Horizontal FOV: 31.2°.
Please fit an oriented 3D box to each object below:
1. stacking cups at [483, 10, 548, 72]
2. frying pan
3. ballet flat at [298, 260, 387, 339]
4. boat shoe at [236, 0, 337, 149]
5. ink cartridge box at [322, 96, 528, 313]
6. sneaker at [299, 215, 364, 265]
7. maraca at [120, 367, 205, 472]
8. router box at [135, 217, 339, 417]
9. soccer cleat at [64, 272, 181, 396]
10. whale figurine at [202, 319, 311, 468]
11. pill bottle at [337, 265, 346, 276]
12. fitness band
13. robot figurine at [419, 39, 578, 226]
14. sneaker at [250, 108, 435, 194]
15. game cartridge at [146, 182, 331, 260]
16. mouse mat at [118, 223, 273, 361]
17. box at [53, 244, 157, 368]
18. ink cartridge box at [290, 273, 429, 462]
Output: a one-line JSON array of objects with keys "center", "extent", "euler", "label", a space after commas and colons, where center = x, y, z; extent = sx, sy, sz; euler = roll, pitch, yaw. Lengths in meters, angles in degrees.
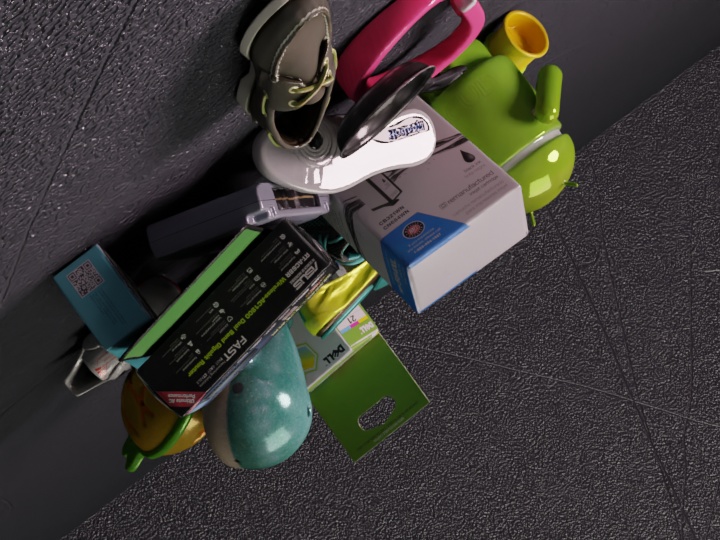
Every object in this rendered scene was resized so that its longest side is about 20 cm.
[{"center": [0.137, -0.217, 1.481], "extent": [0.060, 0.061, 0.200], "euler": [-33, 174, -37], "label": "stacking cups"}, {"center": [0.045, -0.165, 1.150], "extent": [0.190, 0.031, 0.115], "euler": [-42, 176, -27], "label": "frying pan"}, {"center": [0.000, 0.000, 1.445], "extent": [0.200, 0.067, 0.067], "euler": [-38, 171, -35], "label": "ballet flat"}, {"center": [-0.047, -0.146, 0.938], "extent": [0.072, 0.060, 0.202], "euler": [-36, 173, -15], "label": "boat shoe"}, {"center": [0.050, -0.077, 1.311], "extent": [0.146, 0.200, 0.085], "euler": [-36, 144, -13], "label": "ink cartridge box"}, {"center": [-0.031, -0.043, 1.401], "extent": [0.198, 0.078, 0.092], "euler": [-15, -141, 18], "label": "sneaker"}, {"center": [-0.219, 0.149, 1.442], "extent": [0.200, 0.106, 0.138], "euler": [-40, -148, 46], "label": "maraca"}, {"center": [-0.110, 0.044, 1.216], "extent": [0.200, 0.062, 0.150], "euler": [-45, 178, 1], "label": "router box"}, {"center": [-0.247, 0.072, 1.355], "extent": [0.200, 0.069, 0.085], "euler": [-37, -174, 45], "label": "soccer cleat"}, {"center": [-0.095, 0.112, 1.370], "extent": [0.160, 0.103, 0.201], "euler": [70, 28, -53], "label": "whale figurine"}, {"center": [0.015, -0.082, 1.512], "extent": [0.112, 0.112, 0.200], "euler": [-33, 173, -37], "label": "pill bottle"}, {"center": [0.046, -0.202, 1.169], "extent": [0.143, 0.038, 0.200], "euler": [-38, 173, 7], "label": "fitness band"}, {"center": [0.147, -0.147, 1.377], "extent": [0.115, 0.201, 0.175], "euler": [-29, 169, -43], "label": "robot figurine"}, {"center": [-0.036, -0.110, 1.222], "extent": [0.199, 0.074, 0.112], "euler": [-10, -174, -35], "label": "sneaker"}, {"center": [-0.116, -0.046, 1.213], "extent": [0.132, 0.041, 0.200], "euler": [-23, 177, 16], "label": "game cartridge"}, {"center": [-0.140, 0.020, 1.169], "extent": [0.161, 0.008, 0.200], "euler": [-46, 177, 3], "label": "mouse mat"}, {"center": [-0.222, 0.039, 1.191], "extent": [0.049, 0.083, 0.200], "euler": [-37, 173, -7], "label": "box"}, {"center": [-0.038, 0.119, 1.499], "extent": [0.148, 0.201, 0.076], "euler": [-42, 172, 31], "label": "ink cartridge box"}]
